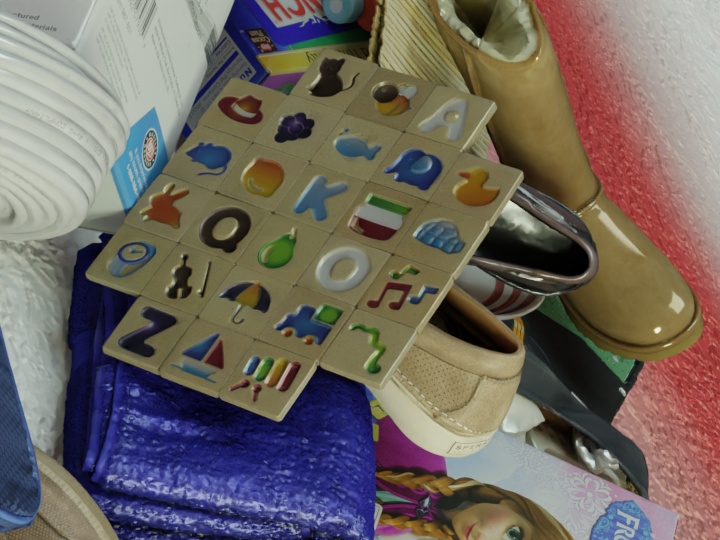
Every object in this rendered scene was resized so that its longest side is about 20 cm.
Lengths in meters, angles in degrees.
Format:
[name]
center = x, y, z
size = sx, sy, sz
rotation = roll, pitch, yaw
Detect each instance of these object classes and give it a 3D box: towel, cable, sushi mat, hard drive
[towel]
center = -0.065, 0.051, 1.232
size = 0.147, 0.050, 0.200
rotation = 5, 38, -6
[cable]
center = -0.198, -0.072, 1.122
size = 0.200, 0.200, 0.069
rotation = 20, 75, -17
[sushi mat]
center = 0.045, -0.116, 1.513
size = 0.200, 0.012, 0.096
rotation = 41, 57, -65
[hard drive]
center = 0.088, 0.050, 1.533
size = 0.140, 0.038, 0.200
rotation = 46, 28, -3

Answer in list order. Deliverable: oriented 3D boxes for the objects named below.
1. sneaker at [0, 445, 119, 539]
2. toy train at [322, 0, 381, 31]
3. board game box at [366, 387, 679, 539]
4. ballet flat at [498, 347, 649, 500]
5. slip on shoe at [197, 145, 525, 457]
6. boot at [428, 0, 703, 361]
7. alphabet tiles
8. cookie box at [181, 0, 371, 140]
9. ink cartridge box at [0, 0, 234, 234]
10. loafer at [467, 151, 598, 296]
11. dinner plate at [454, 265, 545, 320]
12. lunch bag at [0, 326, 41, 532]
[sneaker]
center = -0.128, 0.145, 1.064
size = 0.200, 0.070, 0.076
rotation = 49, 28, 4
[toy train]
center = -0.045, -0.187, 1.453
size = 0.200, 0.056, 0.150
rotation = -8, 57, -50
[board game box]
center = 0.041, 0.150, 1.238
size = 0.199, 0.041, 0.200
rotation = 25, 39, -3
[ballet flat]
center = 0.083, 0.085, 1.367
size = 0.200, 0.073, 0.073
rotation = 35, 29, -34
[slip on shoe]
center = 0.000, 0.000, 1.243
size = 0.076, 0.061, 0.200
rotation = -14, 53, -45
[boot]
center = 0.113, -0.058, 1.488
size = 0.175, 0.066, 0.200
rotation = 44, -15, 40
[alphabet tiles]
center = -0.027, -0.021, 1.223
size = 0.200, 0.166, 0.006
rotation = -55, 149, -28
[cookie box]
center = -0.077, -0.170, 1.522
size = 0.200, 0.075, 0.171
rotation = 53, 32, 16
[ink cartridge box]
center = -0.125, -0.141, 1.275
size = 0.145, 0.084, 0.200
rotation = 76, 28, -54
[loafer]
center = 0.040, -0.041, 1.416
size = 0.200, 0.072, 0.063
rotation = 22, 1, -10
[dinner plate]
center = 0.010, -0.021, 1.478
size = 0.200, 0.024, 0.200
rotation = 19, 24, -9
[lunch bag]
center = -0.223, 0.032, 1.004
size = 0.136, 0.132, 0.200
rotation = 41, 26, -54
